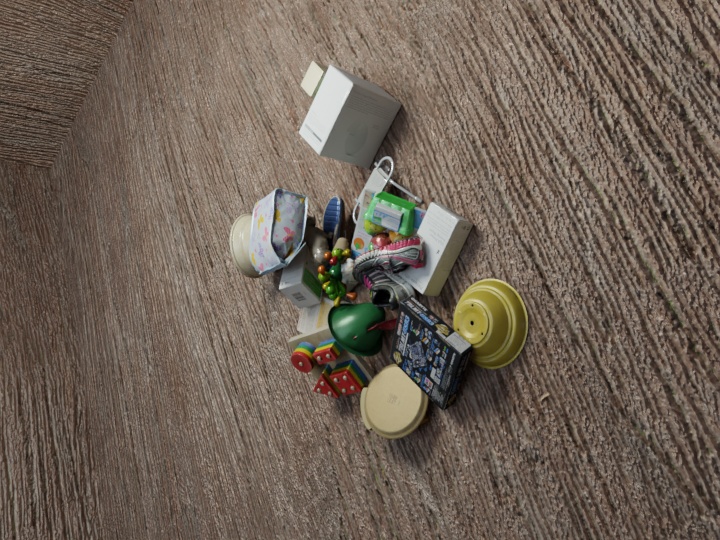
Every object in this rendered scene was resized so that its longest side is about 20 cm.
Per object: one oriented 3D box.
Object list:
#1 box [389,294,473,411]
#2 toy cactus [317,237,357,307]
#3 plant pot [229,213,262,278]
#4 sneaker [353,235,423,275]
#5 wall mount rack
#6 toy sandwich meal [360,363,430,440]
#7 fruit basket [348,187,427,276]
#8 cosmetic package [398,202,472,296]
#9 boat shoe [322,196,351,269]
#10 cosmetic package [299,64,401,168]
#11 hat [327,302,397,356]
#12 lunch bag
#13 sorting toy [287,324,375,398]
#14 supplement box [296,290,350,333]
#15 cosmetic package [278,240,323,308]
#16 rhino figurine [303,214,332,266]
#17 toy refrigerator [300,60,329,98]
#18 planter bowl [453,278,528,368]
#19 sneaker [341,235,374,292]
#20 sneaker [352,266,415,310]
[{"bbox_3d":[0.159,0.194,1.425,0.198,0.049,0.204,42,140,33],"label":"box"},{"bbox_3d":[-0.052,-0.012,1.565,0.099,0.202,0.168,4,53,11],"label":"toy cactus"},{"bbox_3d":[-0.271,-0.087,1.872,0.179,0.199,0.207,-8,81,31],"label":"plant pot"},{"bbox_3d":[0.064,-0.023,1.484,0.196,0.080,0.077,-16,90,38],"label":"sneaker"},{"bbox_3d":[0.067,-0.189,1.611,0.175,0.073,0.203,52,121,39],"label":"wall mount rack"},{"bbox_3d":[0.091,0.337,1.534,0.200,0.070,0.211,-15,59,26],"label":"toy sandwich meal"},{"bbox_3d":[0.066,-0.087,1.550,0.181,0.094,0.205,23,111,15],"label":"fruit basket"},{"bbox_3d":[0.181,-0.050,1.479,0.101,0.073,0.204,38,111,40],"label":"cosmetic package"},{"bbox_3d":[-0.065,-0.108,1.729,0.071,0.071,0.207,17,104,46],"label":"boat shoe"},{"bbox_3d":[-0.028,-0.409,1.632,0.123,0.196,0.203,48,118,35],"label":"cosmetic package"},{"bbox_3d":[0.038,0.103,1.541,0.177,0.196,0.169,-50,49,36],"label":"hat"},{"bbox_3d":[-0.224,-0.096,1.647,0.168,0.124,0.206,-19,61,58],"label":"lunch bag"},{"bbox_3d":[-0.089,0.260,1.641,0.196,0.070,0.202,-21,113,41],"label":"sorting toy"},{"bbox_3d":[-0.087,0.141,1.727,0.197,0.072,0.130,22,102,44],"label":"supplement box"},{"bbox_3d":[-0.159,-0.009,1.731,0.083,0.108,0.204,-15,49,28],"label":"cosmetic package"},{"bbox_3d":[-0.122,-0.089,1.674,0.060,0.086,0.203,-52,54,36],"label":"rhino figurine"},{"bbox_3d":[-0.061,-0.498,1.674,0.070,0.197,0.077,51,118,33],"label":"toy refrigerator"},{"bbox_3d":[0.270,0.119,1.365,0.197,0.082,0.207,-5,84,44],"label":"planter bowl"},{"bbox_3d":[0.000,0.000,1.658,0.092,0.075,0.203,47,119,31],"label":"sneaker"},{"bbox_3d":[0.042,0.042,1.544,0.197,0.087,0.075,27,140,33],"label":"sneaker"}]
